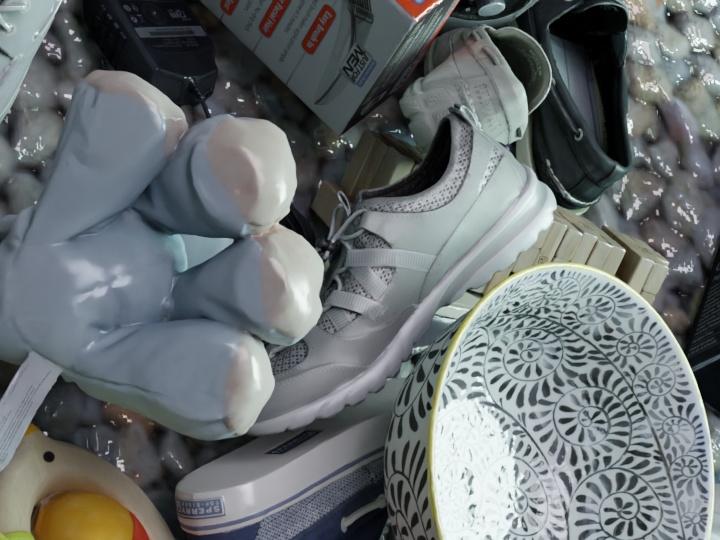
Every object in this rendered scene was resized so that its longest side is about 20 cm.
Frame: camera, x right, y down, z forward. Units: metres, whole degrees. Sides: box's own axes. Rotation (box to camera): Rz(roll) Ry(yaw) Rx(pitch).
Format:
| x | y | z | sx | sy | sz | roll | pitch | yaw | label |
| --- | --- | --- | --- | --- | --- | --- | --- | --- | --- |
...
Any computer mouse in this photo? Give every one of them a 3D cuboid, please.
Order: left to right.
| x | y | z | sx | sy | sz | roll | pitch | yaw | label |
| --- | --- | --- | --- | --- | --- | --- | --- | --- | --- |
| -0.085 | -0.076 | 1.314 | 0.058 | 0.034 | 0.201 | -4 | 55 | -48 | computer mouse |

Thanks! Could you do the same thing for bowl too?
| x | y | z | sx | sy | sz | roll | pitch | yaw | label |
| --- | --- | --- | --- | --- | --- | --- | --- | --- | --- |
| 0.075 | 0.101 | 1.260 | 0.200 | 0.094 | 0.202 | 7 | 79 | -41 | bowl |

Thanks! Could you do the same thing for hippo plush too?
| x | y | z | sx | sy | sz | roll | pitch | yaw | label |
| --- | --- | --- | --- | --- | --- | --- | --- | --- | --- |
| -0.103 | 0.012 | 1.202 | 0.159 | 0.161 | 0.200 | 40 | 90 | 1 | hippo plush |

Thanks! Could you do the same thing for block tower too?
| x | y | z | sx | sy | sz | roll | pitch | yaw | label |
| --- | --- | --- | --- | --- | --- | --- | --- | --- | --- |
| 0.076 | -0.016 | 1.400 | 0.199 | 0.054 | 0.058 | 19 | 103 | -27 | block tower |

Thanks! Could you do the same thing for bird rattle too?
| x | y | z | sx | sy | sz | roll | pitch | yaw | label |
| --- | --- | --- | --- | --- | --- | --- | --- | --- | --- |
| -0.120 | 0.152 | 1.176 | 0.199 | 0.113 | 0.164 | 30 | 39 | -25 | bird rattle |

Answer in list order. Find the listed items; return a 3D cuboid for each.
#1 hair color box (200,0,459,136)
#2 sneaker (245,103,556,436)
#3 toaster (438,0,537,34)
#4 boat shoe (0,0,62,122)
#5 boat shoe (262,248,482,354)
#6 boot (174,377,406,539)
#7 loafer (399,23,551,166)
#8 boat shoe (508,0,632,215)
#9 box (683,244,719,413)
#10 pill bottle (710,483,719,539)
| x | y | z | sx | sy | sz | roll | pitch | yaw | label |
| --- | --- | --- | --- | --- | --- | --- | --- | --- | --- |
| -0.045 | -0.180 | 1.337 | 0.200 | 0.111 | 0.064 | 45 | 54 | 6 | hair color box |
| 0.000 | 0.000 | 1.266 | 0.200 | 0.075 | 0.082 | -43 | 109 | -16 | sneaker |
| 0.060 | -0.250 | 1.423 | 0.118 | 0.181 | 0.201 | 1 | 70 | -33 | toaster |
| -0.171 | -0.140 | 1.251 | 0.072 | 0.069 | 0.200 | 35 | 75 | -6 | boat shoe |
| -0.011 | 0.026 | 1.345 | 0.199 | 0.073 | 0.063 | 9 | 108 | -38 | boat shoe |
| -0.012 | 0.120 | 1.293 | 0.199 | 0.073 | 0.091 | -23 | 106 | -43 | boot |
| 0.071 | -0.098 | 1.386 | 0.200 | 0.069 | 0.070 | -65 | 132 | -72 | loafer |
| 0.126 | -0.131 | 1.489 | 0.074 | 0.066 | 0.200 | 22 | 59 | -33 | boat shoe |
| 0.310 | 0.032 | 1.525 | 0.200 | 0.104 | 0.183 | 36 | 52 | -18 | box |
| 0.149 | 0.199 | 1.332 | 0.111 | 0.111 | 0.200 | 52 | 51 | -5 | pill bottle |
